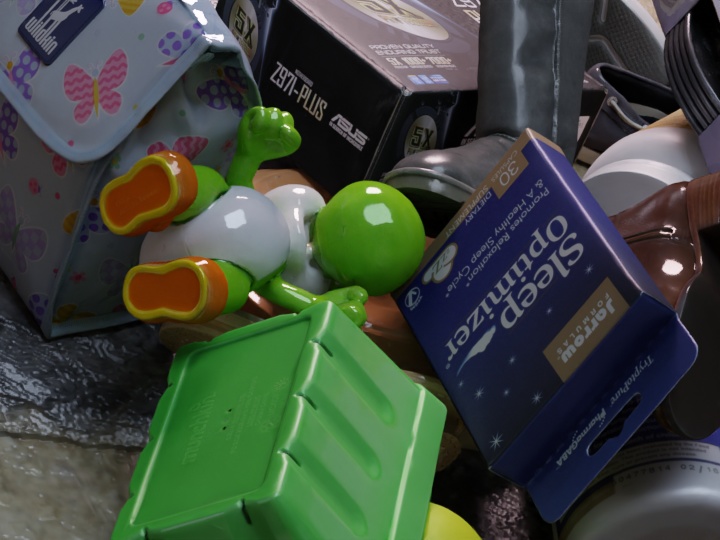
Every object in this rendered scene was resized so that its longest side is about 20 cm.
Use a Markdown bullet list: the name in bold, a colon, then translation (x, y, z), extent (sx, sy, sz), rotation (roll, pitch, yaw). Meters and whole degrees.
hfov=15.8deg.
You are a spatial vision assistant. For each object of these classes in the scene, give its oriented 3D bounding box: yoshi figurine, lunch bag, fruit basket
- **yoshi figurine**: translation (-0.037, -0.019, 1.363), extent (0.112, 0.113, 0.200), rotation (34, 18, 28)
- **lunch bag**: translation (-0.148, -0.095, 1.409), extent (0.127, 0.200, 0.170), rotation (-9, 48, -40)
- **fruit basket**: translation (-0.014, 0.143, 1.274), extent (0.216, 0.155, 0.216), rotation (51, 30, -44)

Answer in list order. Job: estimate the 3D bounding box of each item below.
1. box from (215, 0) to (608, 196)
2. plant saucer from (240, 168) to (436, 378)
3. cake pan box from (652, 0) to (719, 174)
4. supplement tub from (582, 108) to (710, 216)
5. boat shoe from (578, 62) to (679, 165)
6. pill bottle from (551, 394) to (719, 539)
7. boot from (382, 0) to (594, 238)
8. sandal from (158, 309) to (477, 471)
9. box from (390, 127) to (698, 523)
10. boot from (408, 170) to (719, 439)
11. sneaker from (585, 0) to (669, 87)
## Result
- **box**: translation (0.026, -0.118, 1.616), extent (0.199, 0.086, 0.164), rotation (-4, 37, -47)
- **plant saucer**: translation (0.000, 0.000, 1.512), extent (0.199, 0.032, 0.201), rotation (18, 29, -11)
- **cake pan box**: translation (0.275, -0.103, 1.569), extent (0.199, 0.052, 0.185), rotation (13, 45, -32)
- **supplement tub**: translation (0.218, -0.031, 1.609), extent (0.144, 0.145, 0.200), rotation (39, 37, 18)
- **boat shoe**: translation (0.230, -0.090, 1.764), extent (0.199, 0.063, 0.073), rotation (15, 36, -16)
- **pill bottle**: translation (0.156, 0.098, 1.423), extent (0.119, 0.120, 0.200), rotation (14, 36, -16)
- **boot**: translation (0.080, -0.113, 1.493), extent (0.072, 0.201, 0.182), rotation (4, -9, 31)
- **sandal**: translation (-0.016, 0.085, 1.398), extent (0.211, 0.078, 0.070), rotation (21, 66, 4)
- **box**: translation (0.090, 0.025, 1.331), extent (0.032, 0.121, 0.200), rotation (29, 18, -34)
- **boot**: translation (0.106, 0.040, 1.375), extent (0.064, 0.199, 0.187), rotation (54, 35, -28)
- **sneaker**: translation (0.159, -0.198, 1.856), extent (0.200, 0.071, 0.080), rotation (43, 35, 24)
